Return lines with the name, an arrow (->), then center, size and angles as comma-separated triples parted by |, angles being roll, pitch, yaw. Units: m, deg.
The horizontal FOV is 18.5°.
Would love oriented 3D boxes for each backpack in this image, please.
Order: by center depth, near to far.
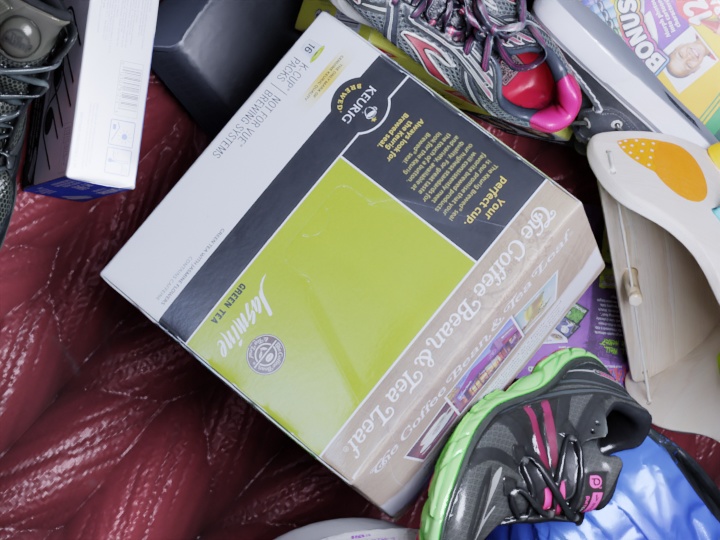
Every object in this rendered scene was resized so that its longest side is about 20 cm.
backpack -> 0.161, 0.193, 1.379 | 0.168, 0.162, 0.200 | -39, 104, -19

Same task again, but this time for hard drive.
hard drive -> -0.033, -0.164, 1.369 | 0.200, 0.042, 0.135 | -48, 114, -19

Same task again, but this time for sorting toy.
sorting toy -> 0.217, 0.035, 1.325 | 0.106, 0.180, 0.200 | -15, 129, 0

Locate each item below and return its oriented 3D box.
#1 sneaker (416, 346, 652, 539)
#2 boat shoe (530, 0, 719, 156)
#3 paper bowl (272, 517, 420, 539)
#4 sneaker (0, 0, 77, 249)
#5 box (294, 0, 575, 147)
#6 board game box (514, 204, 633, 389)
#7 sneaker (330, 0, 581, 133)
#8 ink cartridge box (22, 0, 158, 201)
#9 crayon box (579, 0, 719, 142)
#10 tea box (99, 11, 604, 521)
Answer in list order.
sneaker -> 0.102, 0.110, 1.259 | 0.084, 0.077, 0.200 | 32, 44, 22
boat shoe -> 0.162, -0.093, 1.374 | 0.066, 0.070, 0.200 | -41, 123, 16
paper bowl -> -0.009, 0.224, 1.298 | 0.200, 0.105, 0.201 | -10, 134, -10
sneaker -> -0.215, -0.096, 1.249 | 0.076, 0.114, 0.200 | 12, 84, -22
box -> 0.057, -0.133, 1.360 | 0.200, 0.075, 0.050 | 23, 86, -44
board game box -> 0.118, 0.014, 1.442 | 0.199, 0.032, 0.121 | 8, 81, -24
sneaker -> 0.056, -0.146, 1.243 | 0.200, 0.075, 0.081 | 30, 101, -41
ink cartridge box -> -0.153, -0.145, 1.290 | 0.044, 0.094, 0.201 | 10, 84, -24
crayon box -> 0.187, -0.165, 1.438 | 0.118, 0.058, 0.201 | -25, 99, 11
tea box -> 0.000, 0.000, 1.265 | 0.197, 0.134, 0.200 | 39, 86, 20
